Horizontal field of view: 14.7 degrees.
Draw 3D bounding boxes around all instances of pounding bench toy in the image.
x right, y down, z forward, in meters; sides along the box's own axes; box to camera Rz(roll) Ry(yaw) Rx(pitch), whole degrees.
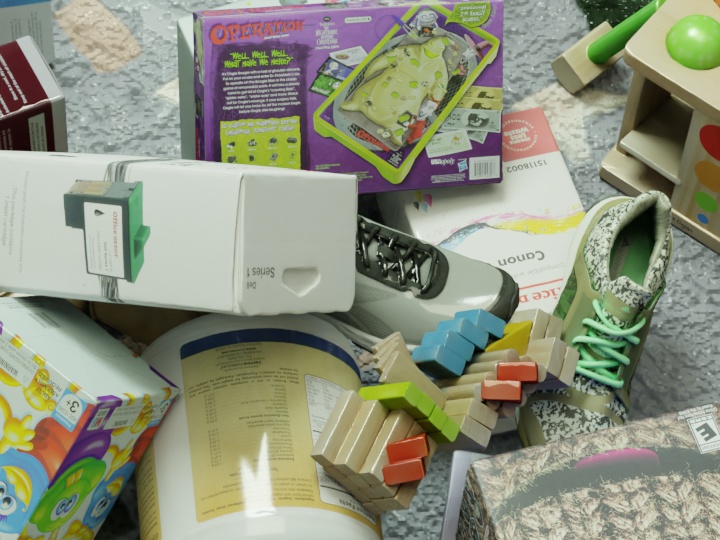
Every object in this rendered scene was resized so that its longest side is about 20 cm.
[{"bbox_3d":[0.220,-0.134,1.844,0.200,0.156,0.124,34,61,18],"label":"pounding bench toy"}]

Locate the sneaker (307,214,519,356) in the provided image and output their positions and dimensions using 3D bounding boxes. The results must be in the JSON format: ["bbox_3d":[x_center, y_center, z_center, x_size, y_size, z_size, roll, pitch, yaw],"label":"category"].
[{"bbox_3d":[0.000,0.000,1.712,0.199,0.080,0.074,11,49,6],"label":"sneaker"}]

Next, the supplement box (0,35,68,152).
[{"bbox_3d":[-0.290,-0.066,1.800,0.199,0.109,0.061,-23,60,-18],"label":"supplement box"}]

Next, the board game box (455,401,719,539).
[{"bbox_3d":[0.162,0.199,1.598,0.159,0.097,0.201,-14,58,-12],"label":"board game box"}]

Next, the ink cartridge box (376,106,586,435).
[{"bbox_3d":[0.094,0.000,1.801,0.116,0.068,0.201,-13,59,-12],"label":"ink cartridge box"}]

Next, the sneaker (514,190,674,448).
[{"bbox_3d":[0.147,0.034,1.701,0.076,0.089,0.201,17,71,-3],"label":"sneaker"}]

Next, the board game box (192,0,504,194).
[{"bbox_3d":[-0.006,-0.108,1.749,0.199,0.121,0.032,-4,19,-17],"label":"board game box"}]

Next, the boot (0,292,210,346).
[{"bbox_3d":[-0.204,0.045,1.762,0.199,0.066,0.175,-28,54,-19],"label":"boot"}]

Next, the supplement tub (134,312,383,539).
[{"bbox_3d":[-0.061,0.139,1.655,0.143,0.145,0.201,-4,57,-6],"label":"supplement tub"}]

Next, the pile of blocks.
[{"bbox_3d":[0.059,0.066,1.626,0.200,0.062,0.082,-36,107,-38],"label":"pile of blocks"}]

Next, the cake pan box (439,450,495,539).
[{"bbox_3d":[0.129,0.215,1.673,0.183,0.052,0.201,9,57,5],"label":"cake pan box"}]

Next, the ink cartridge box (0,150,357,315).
[{"bbox_3d":[-0.118,-0.023,1.634,0.199,0.146,0.085,5,93,27],"label":"ink cartridge box"}]

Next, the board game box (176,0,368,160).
[{"bbox_3d":[-0.017,-0.122,1.828,0.199,0.148,0.064,-19,57,-14],"label":"board game box"}]

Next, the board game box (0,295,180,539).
[{"bbox_3d":[-0.211,0.126,1.616,0.103,0.105,0.201,36,106,19],"label":"board game box"}]

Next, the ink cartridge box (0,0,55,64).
[{"bbox_3d":[-0.307,-0.156,1.835,0.200,0.145,0.085,-35,65,-24],"label":"ink cartridge box"}]
